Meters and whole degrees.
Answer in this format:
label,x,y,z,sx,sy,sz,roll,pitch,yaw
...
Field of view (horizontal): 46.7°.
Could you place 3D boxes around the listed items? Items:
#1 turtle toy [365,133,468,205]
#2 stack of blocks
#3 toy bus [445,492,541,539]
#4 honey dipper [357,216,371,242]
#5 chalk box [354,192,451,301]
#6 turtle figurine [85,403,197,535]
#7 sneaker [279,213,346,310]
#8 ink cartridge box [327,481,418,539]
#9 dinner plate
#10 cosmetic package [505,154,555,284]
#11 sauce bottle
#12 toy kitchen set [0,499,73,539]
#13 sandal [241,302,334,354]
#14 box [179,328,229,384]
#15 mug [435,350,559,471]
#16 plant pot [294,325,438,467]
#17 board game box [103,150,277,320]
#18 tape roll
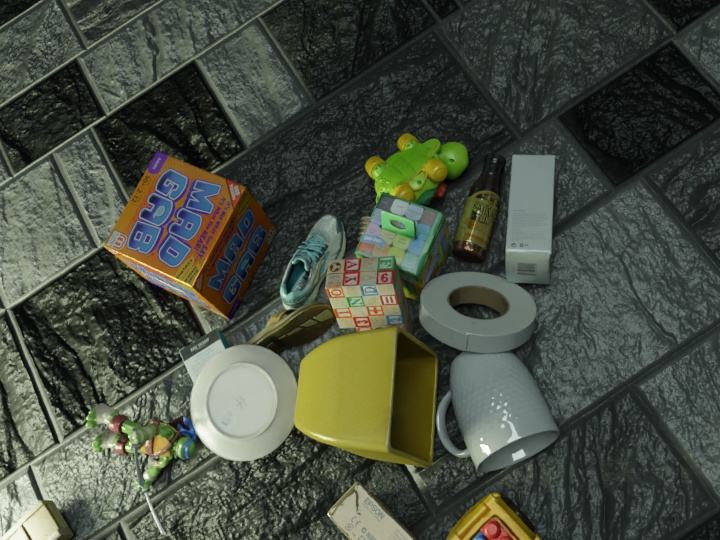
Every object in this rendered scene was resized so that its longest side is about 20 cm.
label,x,y,z,sx,sy,sz,roll,pitch,yaw
turtle toy,0.112,-0.178,1.545,0.199,0.102,0.146,-35,44,-4
stack of blocks,0.019,0.064,1.423,0.113,0.201,0.059,-4,50,12
toy bus,0.226,0.438,1.256,0.135,0.192,0.200,-42,69,-6
honey dipper,0.000,0.000,1.544,0.037,0.038,0.203,8,76,15
chalk box,0.075,-0.044,1.453,0.123,0.200,0.125,21,76,18
turtle figurine,-0.401,0.324,1.459,0.191,0.144,0.202,15,71,21
sneaker,-0.087,-0.019,1.541,0.077,0.086,0.202,20,76,17
ink cartridge box,0.051,0.436,1.307,0.075,0.165,0.200,-45,69,-8
dinner plate,-0.205,0.229,1.456,0.197,0.024,0.204,-2,76,9
cosmetic package,0.297,-0.090,1.453,0.080,0.113,0.203,4,63,13
sauce bottle,0.220,-0.117,1.520,0.065,0.066,0.203,12,75,16
toy kitchen set,-0.602,0.520,1.411,0.200,0.180,0.163,-43,69,-1
sandal,-0.142,0.108,1.523,0.198,0.081,0.054,-29,47,5
box,-0.249,0.214,1.514,0.082,0.049,0.201,-30,67,0
mug,0.204,0.229,1.372,0.200,0.147,0.177,-40,57,30
plant pot,0.003,0.214,1.392,0.197,0.195,0.197,-4,69,26
board game box,-0.306,-0.061,1.543,0.198,0.200,0.202,22,76,19
tape roll,0.197,0.068,1.409,0.199,0.038,0.204,3,31,-2
